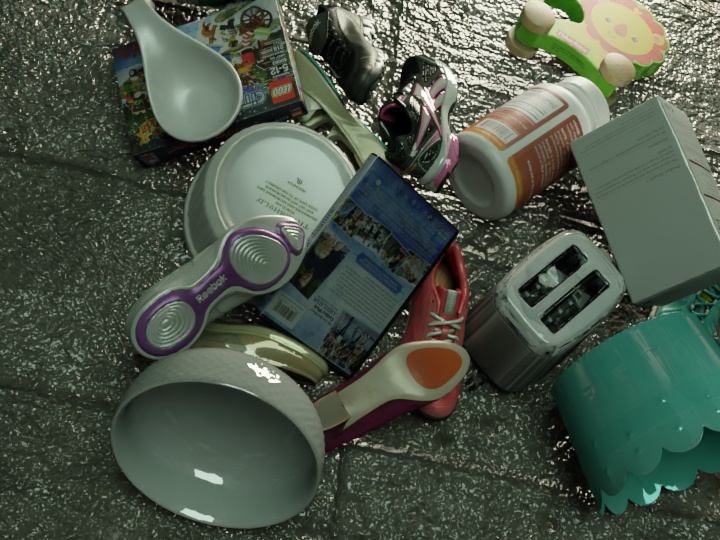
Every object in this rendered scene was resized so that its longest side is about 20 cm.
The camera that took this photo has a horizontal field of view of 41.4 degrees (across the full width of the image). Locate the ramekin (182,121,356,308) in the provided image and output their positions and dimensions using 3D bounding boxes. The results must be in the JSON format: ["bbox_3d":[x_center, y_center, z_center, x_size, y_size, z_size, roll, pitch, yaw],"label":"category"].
[{"bbox_3d":[-0.087,-0.065,1.022,0.199,0.094,0.205,5,71,-15],"label":"ramekin"}]

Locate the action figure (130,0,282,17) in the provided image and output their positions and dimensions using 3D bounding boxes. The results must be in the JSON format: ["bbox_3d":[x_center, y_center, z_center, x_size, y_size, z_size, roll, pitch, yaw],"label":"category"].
[{"bbox_3d":[-0.183,-0.335,1.148,0.198,0.055,0.118,-3,36,-30],"label":"action figure"}]

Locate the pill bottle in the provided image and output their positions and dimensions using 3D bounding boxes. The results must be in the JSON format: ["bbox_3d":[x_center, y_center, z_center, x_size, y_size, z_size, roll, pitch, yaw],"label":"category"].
[{"bbox_3d":[0.205,-0.154,1.146,0.199,0.112,0.113,-33,77,-26],"label":"pill bottle"}]

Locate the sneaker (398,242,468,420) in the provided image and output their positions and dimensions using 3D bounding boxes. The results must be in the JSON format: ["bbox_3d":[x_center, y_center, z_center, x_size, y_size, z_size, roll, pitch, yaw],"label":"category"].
[{"bbox_3d":[0.080,0.058,1.028,0.073,0.087,0.203,8,64,-11],"label":"sneaker"}]

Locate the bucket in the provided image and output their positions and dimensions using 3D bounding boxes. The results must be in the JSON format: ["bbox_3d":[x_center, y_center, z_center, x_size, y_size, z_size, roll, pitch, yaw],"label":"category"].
[{"bbox_3d":[0.306,0.147,0.987,0.205,0.208,0.136,-13,61,-20],"label":"bucket"}]

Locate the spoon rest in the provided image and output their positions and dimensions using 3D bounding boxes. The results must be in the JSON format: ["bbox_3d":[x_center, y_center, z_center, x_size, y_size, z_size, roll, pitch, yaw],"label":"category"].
[{"bbox_3d":[-0.201,-0.222,1.021,0.099,0.061,0.201,-36,70,-1],"label":"spoon rest"}]

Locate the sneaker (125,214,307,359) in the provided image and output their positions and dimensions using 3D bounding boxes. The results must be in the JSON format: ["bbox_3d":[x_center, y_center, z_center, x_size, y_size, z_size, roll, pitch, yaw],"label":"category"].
[{"bbox_3d":[-0.144,0.005,0.915,0.199,0.099,0.076,-34,108,-20],"label":"sneaker"}]

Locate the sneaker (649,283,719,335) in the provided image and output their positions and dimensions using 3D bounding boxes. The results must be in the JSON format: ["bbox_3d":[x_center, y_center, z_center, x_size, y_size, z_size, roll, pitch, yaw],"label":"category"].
[{"bbox_3d":[0.403,0.032,1.132,0.077,0.080,0.201,31,62,1],"label":"sneaker"}]

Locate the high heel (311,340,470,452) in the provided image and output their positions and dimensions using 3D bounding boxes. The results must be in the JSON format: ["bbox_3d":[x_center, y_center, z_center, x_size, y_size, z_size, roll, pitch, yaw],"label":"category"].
[{"bbox_3d":[0.018,0.129,0.976,0.198,0.096,0.068,-16,71,-24],"label":"high heel"}]

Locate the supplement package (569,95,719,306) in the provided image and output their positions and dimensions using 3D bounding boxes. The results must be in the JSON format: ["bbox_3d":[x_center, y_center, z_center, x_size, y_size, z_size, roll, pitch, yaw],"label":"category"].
[{"bbox_3d":[0.340,-0.073,1.077,0.117,0.116,0.202,5,63,-56],"label":"supplement package"}]

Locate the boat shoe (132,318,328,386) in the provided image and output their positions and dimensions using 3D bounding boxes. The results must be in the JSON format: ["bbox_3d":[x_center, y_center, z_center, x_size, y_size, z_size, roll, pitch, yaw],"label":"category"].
[{"bbox_3d":[-0.132,0.090,0.967,0.197,0.072,0.066,17,67,0],"label":"boat shoe"}]

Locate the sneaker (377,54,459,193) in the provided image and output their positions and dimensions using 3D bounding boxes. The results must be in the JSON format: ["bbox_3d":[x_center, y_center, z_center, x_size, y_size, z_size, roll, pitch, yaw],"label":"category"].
[{"bbox_3d":[0.062,-0.189,1.113,0.086,0.080,0.202,21,41,-26],"label":"sneaker"}]

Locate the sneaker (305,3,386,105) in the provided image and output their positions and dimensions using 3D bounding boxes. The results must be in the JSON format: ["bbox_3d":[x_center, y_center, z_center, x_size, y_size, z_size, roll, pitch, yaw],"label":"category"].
[{"bbox_3d":[-0.024,-0.259,1.117,0.090,0.067,0.201,23,30,-20],"label":"sneaker"}]

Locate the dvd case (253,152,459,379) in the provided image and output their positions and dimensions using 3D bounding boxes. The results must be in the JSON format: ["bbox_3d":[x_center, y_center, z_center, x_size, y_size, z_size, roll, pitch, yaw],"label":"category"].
[{"bbox_3d":[0.000,0.000,0.983,0.142,0.018,0.201,38,88,-35],"label":"dvd case"}]

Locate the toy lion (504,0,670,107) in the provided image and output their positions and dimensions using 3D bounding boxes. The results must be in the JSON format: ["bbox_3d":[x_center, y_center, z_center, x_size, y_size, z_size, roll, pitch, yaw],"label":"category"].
[{"bbox_3d":[0.318,-0.323,1.290,0.199,0.069,0.192,34,55,2],"label":"toy lion"}]

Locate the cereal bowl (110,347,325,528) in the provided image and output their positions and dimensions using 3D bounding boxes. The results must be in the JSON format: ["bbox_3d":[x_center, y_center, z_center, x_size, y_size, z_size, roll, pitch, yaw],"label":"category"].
[{"bbox_3d":[-0.125,0.145,0.881,0.198,0.201,0.084,18,39,-6],"label":"cereal bowl"}]

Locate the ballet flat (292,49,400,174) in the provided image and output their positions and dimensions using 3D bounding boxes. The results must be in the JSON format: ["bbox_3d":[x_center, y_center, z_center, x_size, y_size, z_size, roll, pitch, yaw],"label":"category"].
[{"bbox_3d":[-0.034,-0.172,1.121,0.069,0.070,0.200,-36,79,-26],"label":"ballet flat"}]

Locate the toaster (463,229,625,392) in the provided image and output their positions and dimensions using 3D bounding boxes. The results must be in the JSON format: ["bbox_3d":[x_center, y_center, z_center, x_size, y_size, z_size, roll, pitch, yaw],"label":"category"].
[{"bbox_3d":[0.195,0.045,1.041,0.199,0.129,0.114,-34,77,-26],"label":"toaster"}]

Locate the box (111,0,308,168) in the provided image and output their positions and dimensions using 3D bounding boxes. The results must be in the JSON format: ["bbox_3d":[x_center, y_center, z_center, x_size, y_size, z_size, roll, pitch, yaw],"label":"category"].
[{"bbox_3d":[-0.169,-0.211,1.064,0.197,0.038,0.138,-17,72,5],"label":"box"}]
